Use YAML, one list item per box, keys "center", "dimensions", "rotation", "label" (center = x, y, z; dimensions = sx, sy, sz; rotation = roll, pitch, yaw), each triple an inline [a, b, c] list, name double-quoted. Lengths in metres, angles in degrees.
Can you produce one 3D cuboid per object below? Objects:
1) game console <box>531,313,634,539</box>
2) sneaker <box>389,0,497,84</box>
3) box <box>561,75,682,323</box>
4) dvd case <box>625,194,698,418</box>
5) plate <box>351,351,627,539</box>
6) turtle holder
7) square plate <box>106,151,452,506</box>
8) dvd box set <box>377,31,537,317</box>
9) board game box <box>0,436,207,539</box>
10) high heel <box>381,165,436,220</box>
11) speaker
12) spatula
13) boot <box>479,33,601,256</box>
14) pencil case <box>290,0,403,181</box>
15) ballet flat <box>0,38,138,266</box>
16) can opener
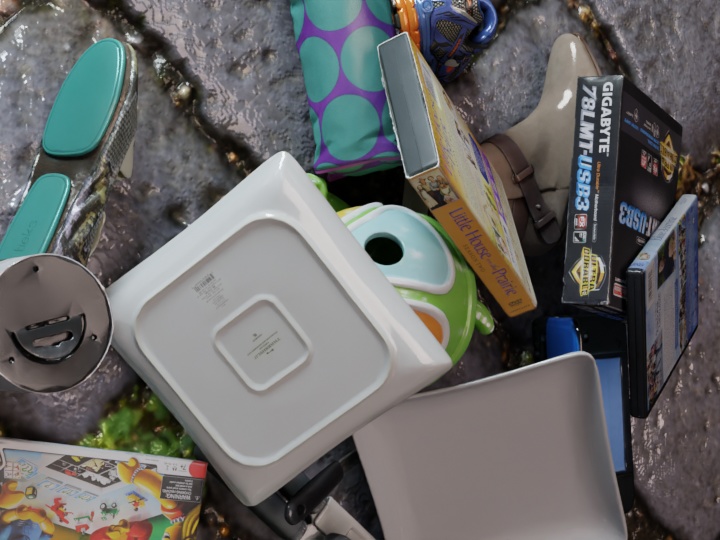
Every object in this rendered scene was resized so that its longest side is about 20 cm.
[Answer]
- center: [0.225, 0.141, 1.143]
  dimensions: [0.170, 0.118, 0.201]
  rotation: [-2, 89, -36]
  label: "game console"
- center: [0.078, -0.198, 1.036]
  dimensions: [0.200, 0.078, 0.076]
  rotation: [-21, 102, -78]
  label: "sneaker"
- center: [0.241, -0.056, 1.124]
  dimensions: [0.200, 0.049, 0.200]
  rotation: [16, 77, -60]
  label: "box"
- center: [0.282, 0.029, 1.142]
  dimensions: [0.200, 0.017, 0.143]
  rotation: [-40, 129, -54]
  label: "dvd case"
- center: [0.106, 0.164, 1.006]
  dimensions: [0.199, 0.032, 0.200]
  rotation: [-14, 117, 4]
  label: "plate"
- center: [0.009, 0.000, 0.967]
  dimensions: [0.131, 0.141, 0.186]
  rotation: [15, 63, -51]
  label: "turtle holder"
- center: [-0.070, 0.051, 0.888]
  dimensions: [0.198, 0.200, 0.028]
  rotation: [51, 15, -8]
  label: "square plate"
- center: [0.078, -0.071, 0.970]
  dimensions: [0.200, 0.029, 0.147]
  rotation: [49, 23, -48]
  label: "dvd box set"
- center: [-0.210, 0.188, 0.875]
  dimensions: [0.199, 0.035, 0.127]
  rotation: [13, 80, -35]
  label: "board game box"
- center: [0.067, -0.034, 1.074]
  dimensions: [0.096, 0.067, 0.201]
  rotation: [-6, 95, -45]
  label: "high heel"
- center: [-0.231, 0.035, 0.766]
  dimensions: [0.081, 0.200, 0.082]
  rotation: [2, 86, -36]
  label: "speaker"
- center: [-0.004, 0.155, 0.997]
  dimensions: [0.200, 0.020, 0.057]
  rotation: [-30, 111, -52]
  label: "spatula"
- center: [0.160, -0.115, 1.143]
  dimensions: [0.146, 0.070, 0.201]
  rotation: [-12, 94, -34]
  label: "boot"
- center: [-0.014, -0.177, 1.001]
  dimensions: [0.085, 0.092, 0.201]
  rotation: [-12, 93, -38]
  label: "pencil case"
- center: [-0.201, -0.067, 0.887]
  dimensions: [0.072, 0.072, 0.201]
  rotation: [29, 71, -31]
  label: "ballet flat"
- center: [-0.046, 0.189, 0.980]
  dimensions: [0.200, 0.066, 0.053]
  rotation: [46, 64, -20]
  label: "can opener"
